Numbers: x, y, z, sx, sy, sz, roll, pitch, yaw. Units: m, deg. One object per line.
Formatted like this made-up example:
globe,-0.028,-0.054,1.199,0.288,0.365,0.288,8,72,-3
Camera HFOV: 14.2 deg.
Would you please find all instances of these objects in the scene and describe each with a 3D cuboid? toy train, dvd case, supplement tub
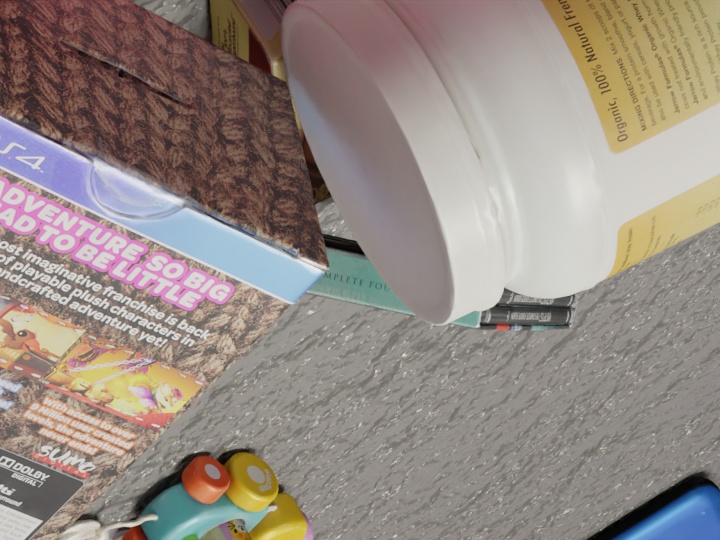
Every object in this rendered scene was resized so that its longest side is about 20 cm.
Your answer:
toy train,-0.090,0.167,1.496,0.150,0.056,0.200,-30,157,-5
dvd case,0.000,0.000,1.143,0.200,0.145,0.022,9,93,-75
supplement tub,0.087,-0.078,1.005,0.199,0.145,0.145,-26,156,-14

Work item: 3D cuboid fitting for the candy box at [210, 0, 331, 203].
candy box,0.041,-0.106,1.118,0.199,0.055,0.116,-25,154,-15

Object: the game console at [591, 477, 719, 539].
game console,0.163,0.218,1.958,0.200,0.118,0.171,-32,126,-1

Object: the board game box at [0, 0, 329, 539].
board game box,-0.138,-0.001,0.983,0.159,0.097,0.200,26,123,-34
